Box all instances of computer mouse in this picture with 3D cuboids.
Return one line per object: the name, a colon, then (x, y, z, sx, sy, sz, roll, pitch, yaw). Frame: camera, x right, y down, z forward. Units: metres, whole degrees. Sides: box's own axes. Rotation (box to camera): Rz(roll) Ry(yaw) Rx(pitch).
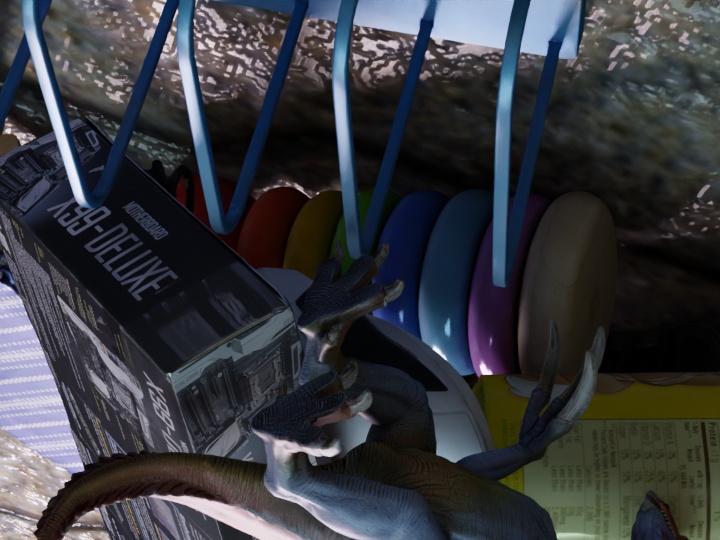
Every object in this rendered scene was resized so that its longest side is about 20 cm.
computer mouse: (-0.026, 0.037, 0.709, 0.200, 0.044, 0.110, 29, 137, 48)

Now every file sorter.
file sorter: (-0.034, -0.088, 0.607, 0.199, 0.123, 0.139, 11, 150, 9)

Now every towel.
towel: (-0.164, 0.057, 1.025, 0.144, 0.024, 0.200, -10, 140, 40)

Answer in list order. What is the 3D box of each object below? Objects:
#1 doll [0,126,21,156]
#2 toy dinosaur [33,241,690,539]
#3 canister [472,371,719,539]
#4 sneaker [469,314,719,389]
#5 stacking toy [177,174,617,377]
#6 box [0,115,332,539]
doll: (-0.106, 0.014, 0.841, 0.048, 0.137, 0.200, -40, 126, 4)
toy dinosaur: (0.032, 0.077, 0.617, 0.199, 0.105, 0.182, -21, 127, 18)
canister: (0.141, 0.096, 0.738, 0.198, 0.087, 0.149, 0, 145, 0)
sneaker: (0.108, 0.058, 0.833, 0.098, 0.071, 0.200, 22, 152, -28)
stacking toy: (0.000, 0.000, 0.789, 0.199, 0.086, 0.086, 8, 150, 21)
box: (-0.063, 0.064, 0.703, 0.158, 0.050, 0.201, 39, 150, 48)
